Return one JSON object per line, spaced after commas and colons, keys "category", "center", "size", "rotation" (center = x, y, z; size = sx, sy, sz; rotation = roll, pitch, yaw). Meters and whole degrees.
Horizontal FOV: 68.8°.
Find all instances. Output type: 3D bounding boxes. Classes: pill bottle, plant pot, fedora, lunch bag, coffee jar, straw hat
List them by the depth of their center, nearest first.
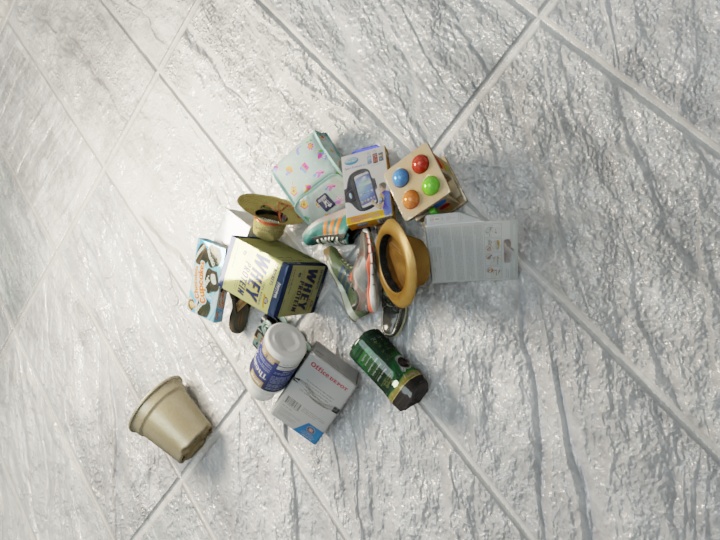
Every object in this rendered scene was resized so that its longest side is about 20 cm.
{"category": "fedora", "center": [0.101, -0.020, 1.181], "size": [0.199, 0.079, 0.209], "rotation": [172, 90, -68]}
{"category": "coffee jar", "center": [0.069, 0.237, 1.252], "size": [0.200, 0.103, 0.087], "rotation": [44, 112, 24]}
{"category": "pill bottle", "center": [-0.217, 0.235, 1.315], "size": [0.112, 0.109, 0.202], "rotation": [49, 129, 22]}
{"category": "lunch bag", "center": [-0.110, -0.228, 1.370], "size": [0.168, 0.122, 0.204], "rotation": [-33, 89, 19]}
{"category": "straw hat", "center": [-0.241, -0.127, 1.403], "size": [0.198, 0.199, 0.087], "rotation": [33, 117, 25]}
{"category": "plant pot", "center": [-0.542, 0.452, 1.546], "size": [0.182, 0.200, 0.204], "rotation": [38, 105, 13]}

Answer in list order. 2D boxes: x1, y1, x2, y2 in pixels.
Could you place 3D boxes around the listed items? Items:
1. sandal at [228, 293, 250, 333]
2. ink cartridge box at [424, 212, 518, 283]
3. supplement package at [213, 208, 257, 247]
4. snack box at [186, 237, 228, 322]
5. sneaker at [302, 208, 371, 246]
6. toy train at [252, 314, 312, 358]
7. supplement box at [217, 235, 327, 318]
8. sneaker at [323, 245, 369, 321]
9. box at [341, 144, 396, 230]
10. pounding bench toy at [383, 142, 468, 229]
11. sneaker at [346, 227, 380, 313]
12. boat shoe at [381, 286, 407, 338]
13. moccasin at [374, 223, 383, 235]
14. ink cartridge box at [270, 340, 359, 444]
{"category": "sandal", "center": [-0.330, 0.091, 1.480], "size": [0.053, 0.081, 0.207], "rotation": [23, 112, 31]}
{"category": "ink cartridge box", "center": [0.245, -0.050, 1.158], "size": [0.192, 0.058, 0.166], "rotation": [-6, 128, 10]}
{"category": "supplement package", "center": [-0.347, -0.053, 1.493], "size": [0.108, 0.113, 0.205], "rotation": [32, 105, 26]}
{"category": "snack box", "center": [-0.413, 0.026, 1.444], "size": [0.113, 0.037, 0.208], "rotation": [17, 101, 30]}
{"category": "sneaker", "center": [-0.061, -0.097, 1.349], "size": [0.195, 0.071, 0.082], "rotation": [-24, 69, 17]}
{"category": "toy train", "center": [-0.211, 0.211, 1.427], "size": [0.199, 0.084, 0.116], "rotation": [42, 120, 21]}
{"category": "supplement box", "center": [-0.224, 0.013, 1.369], "size": [0.195, 0.198, 0.139], "rotation": [25, 101, 25]}
{"category": "sneaker", "center": [-0.018, 0.018, 1.338], "size": [0.088, 0.067, 0.206], "rotation": [-27, 78, 20]}
{"category": "box", "center": [0.017, -0.209, 1.266], "size": [0.115, 0.041, 0.208], "rotation": [-11, 75, 16]}
{"category": "pounding bench toy", "center": [0.162, -0.156, 1.192], "size": [0.122, 0.155, 0.205], "rotation": [-31, 74, 23]}
{"category": "sneaker", "center": [0.000, 0.000, 1.264], "size": [0.079, 0.077, 0.208], "rotation": [-5, 77, 14]}
{"category": "boat shoe", "center": [0.078, 0.060, 1.277], "size": [0.070, 0.065, 0.209], "rotation": [12, 91, 31]}
{"category": "moccasin", "center": [0.059, -0.147, 1.298], "size": [0.076, 0.074, 0.207], "rotation": [-23, 73, 11]}
{"category": "ink cartridge box", "center": [-0.113, 0.308, 1.332], "size": [0.143, 0.084, 0.203], "rotation": [34, 105, -4]}
